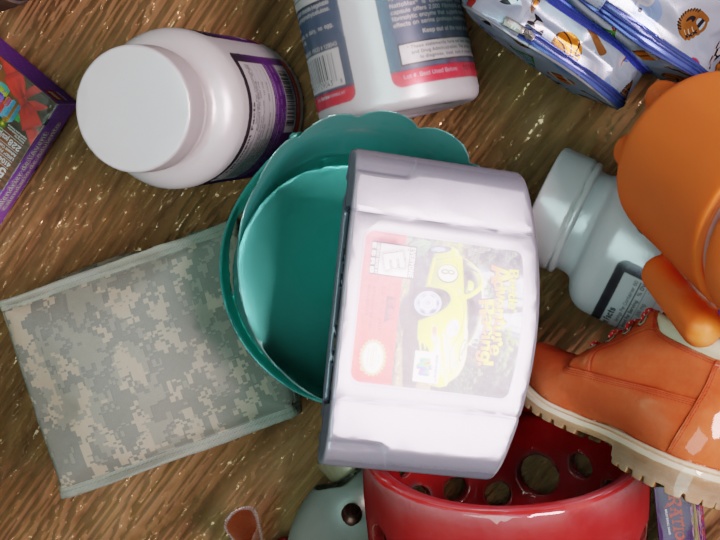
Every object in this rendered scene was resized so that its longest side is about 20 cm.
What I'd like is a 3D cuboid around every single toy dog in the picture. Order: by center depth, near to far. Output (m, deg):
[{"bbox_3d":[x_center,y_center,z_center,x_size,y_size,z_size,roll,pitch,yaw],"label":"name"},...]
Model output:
[{"bbox_3d":[-0.041,0.218,0.928,0.131,0.096,0.201,32,104,9],"label":"toy dog"}]

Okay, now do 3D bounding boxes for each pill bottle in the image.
[{"bbox_3d":[0.214,-0.005,0.814,0.199,0.111,0.112,27,103,10],"label":"pill bottle"},{"bbox_3d":[0.009,-0.209,0.845,0.119,0.120,0.201,-11,94,16],"label":"pill bottle"},{"bbox_3d":[-0.121,-0.117,0.850,0.111,0.200,0.112,2,98,15],"label":"pill bottle"}]

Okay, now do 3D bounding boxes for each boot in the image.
[{"bbox_3d":[0.175,0.067,0.764,0.075,0.200,0.108,15,95,-33],"label":"boot"}]

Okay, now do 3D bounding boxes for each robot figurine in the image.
[{"bbox_3d":[0.224,-0.041,0.671,0.143,0.200,0.117,-29,127,-1],"label":"robot figurine"}]

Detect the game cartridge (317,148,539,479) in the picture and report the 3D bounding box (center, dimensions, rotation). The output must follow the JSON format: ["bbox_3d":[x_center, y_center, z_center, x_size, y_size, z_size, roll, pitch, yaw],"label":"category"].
[{"bbox_3d":[0.047,0.029,0.755,0.132,0.041,0.202,7,85,-15],"label":"game cartridge"}]

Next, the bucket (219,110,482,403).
[{"bbox_3d":[0.000,0.000,0.834,0.206,0.135,0.209,1,84,-11],"label":"bucket"}]

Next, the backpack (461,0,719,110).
[{"bbox_3d":[0.164,-0.191,0.777,0.190,0.200,0.155,27,108,3],"label":"backpack"}]

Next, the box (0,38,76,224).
[{"bbox_3d":[-0.353,-0.147,0.992,0.200,0.039,0.137,39,106,7],"label":"box"}]

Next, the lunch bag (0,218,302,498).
[{"bbox_3d":[-0.155,0.063,0.924,0.199,0.118,0.165,-18,92,5],"label":"lunch bag"}]

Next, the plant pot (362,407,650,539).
[{"bbox_3d":[0.103,0.205,0.840,0.199,0.200,0.184,2,109,15],"label":"plant pot"}]

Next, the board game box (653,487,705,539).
[{"bbox_3d":[0.233,0.207,0.841,0.032,0.120,0.201,-6,97,15],"label":"board game box"}]

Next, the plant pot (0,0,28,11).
[{"bbox_3d":[-0.230,-0.299,0.868,0.197,0.200,0.202,-10,95,9],"label":"plant pot"}]
